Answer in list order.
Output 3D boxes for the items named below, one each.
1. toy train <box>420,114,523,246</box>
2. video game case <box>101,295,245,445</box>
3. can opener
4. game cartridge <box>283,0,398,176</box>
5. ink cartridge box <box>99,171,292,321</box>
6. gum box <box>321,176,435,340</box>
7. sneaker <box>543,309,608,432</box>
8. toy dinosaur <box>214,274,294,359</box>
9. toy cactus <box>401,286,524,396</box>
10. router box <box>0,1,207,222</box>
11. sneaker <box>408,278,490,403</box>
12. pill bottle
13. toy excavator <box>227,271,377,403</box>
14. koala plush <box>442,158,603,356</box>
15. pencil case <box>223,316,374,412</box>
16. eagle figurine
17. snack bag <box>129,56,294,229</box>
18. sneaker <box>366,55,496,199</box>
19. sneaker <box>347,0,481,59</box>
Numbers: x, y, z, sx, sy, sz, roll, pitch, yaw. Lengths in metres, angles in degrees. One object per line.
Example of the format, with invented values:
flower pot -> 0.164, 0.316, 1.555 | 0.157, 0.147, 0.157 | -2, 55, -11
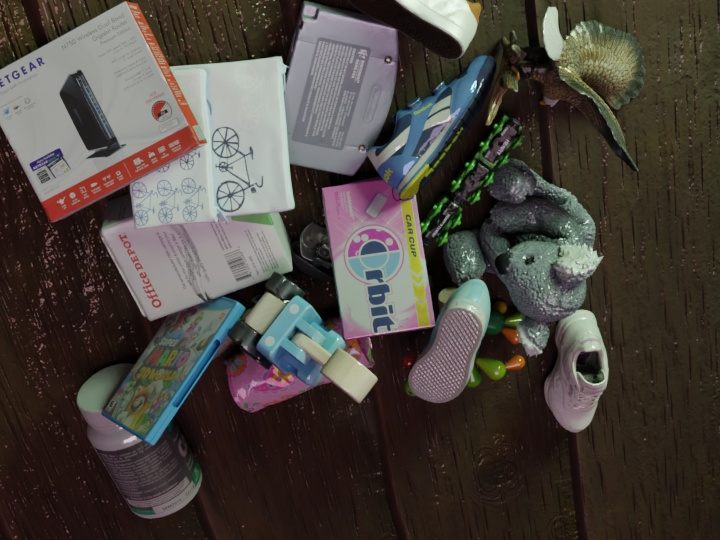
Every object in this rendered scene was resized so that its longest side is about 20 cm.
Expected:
toy train -> 0.138, -0.114, 1.491 | 0.042, 0.056, 0.200 | 33, 114, -8
video game case -> -0.236, 0.114, 1.484 | 0.018, 0.143, 0.200 | 41, 74, -30
can opener -> 0.000, 0.000, 1.559 | 0.199, 0.054, 0.067 | 25, 148, -21
game cartridge -> -0.029, -0.214, 1.420 | 0.133, 0.041, 0.201 | 12, 120, -10
ink cartridge box -> -0.202, -0.043, 1.474 | 0.199, 0.083, 0.147 | -19, 120, 5
gum box -> 0.020, -0.020, 1.477 | 0.113, 0.066, 0.201 | -9, 87, -3
sneaker -> 0.303, 0.158, 1.658 | 0.074, 0.100, 0.201 | -8, 124, -5
toy dinosaur -> -0.171, 0.074, 1.564 | 0.200, 0.048, 0.088 | -36, 152, 16
toy cactus -> 0.137, 0.086, 1.591 | 0.199, 0.102, 0.165 | -22, 129, -3
router box -> -0.304, -0.179, 1.356 | 0.199, 0.049, 0.180 | -26, 96, 9
sneaker -> 0.122, 0.090, 1.503 | 0.074, 0.082, 0.200 | 29, 136, 3
pill bottle -> -0.302, 0.232, 1.619 | 0.113, 0.113, 0.201 | -18, 123, 4
toy excavator -> -0.055, 0.094, 1.414 | 0.200, 0.195, 0.100 | 35, 81, 17
koala plush -> 0.226, -0.006, 1.484 | 0.183, 0.200, 0.178 | 21, 117, -19
pencil case -> -0.083, 0.124, 1.600 | 0.199, 0.088, 0.088 | -23, 122, 8
eagle figurine -> 0.257, -0.219, 1.403 | 0.199, 0.151, 0.152 | 17, 105, -5
snack bag -> -0.177, -0.148, 1.387 | 0.199, 0.021, 0.190 | -4, 94, 5
sneaker -> 0.086, -0.185, 1.421 | 0.082, 0.074, 0.200 | 39, 89, 15
sneaker -> 0.047, -0.326, 1.353 | 0.200, 0.085, 0.073 | 33, 157, -10
